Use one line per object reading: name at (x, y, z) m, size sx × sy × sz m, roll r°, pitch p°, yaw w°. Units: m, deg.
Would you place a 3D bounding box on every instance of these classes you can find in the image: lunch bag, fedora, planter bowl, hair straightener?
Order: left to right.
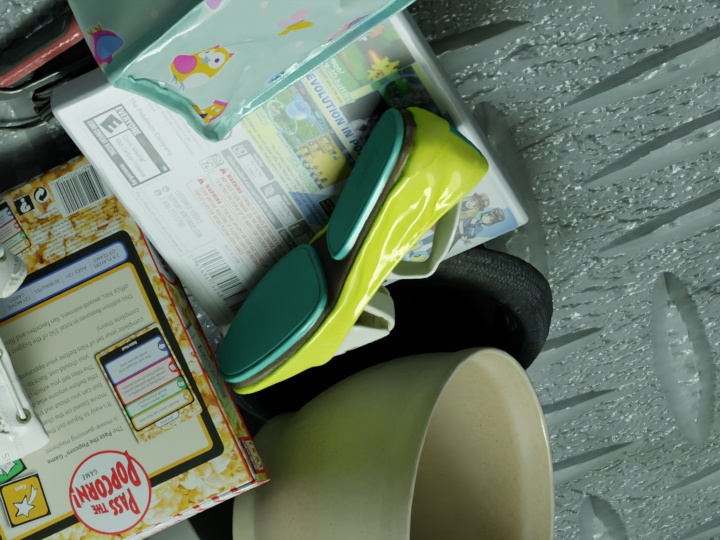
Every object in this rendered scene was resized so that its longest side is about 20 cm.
hair straightener at (-0.128, -0.108, 1.326) m, size 0.200 × 0.041 × 0.077 m, roll -34°, pitch 143°, yaw 17°
lunch bag at (-0.045, -0.186, 1.155) m, size 0.200 × 0.171 × 0.122 m, roll -36°, pitch 150°, yaw 19°
fedora at (0.009, 0.015, 1.517) m, size 0.199 × 0.092 × 0.201 m, roll -8°, pitch 142°, yaw -7°
planter bowl at (0.011, 0.141, 1.466) m, size 0.134 × 0.201 × 0.200 m, roll 2°, pitch 154°, yaw 26°

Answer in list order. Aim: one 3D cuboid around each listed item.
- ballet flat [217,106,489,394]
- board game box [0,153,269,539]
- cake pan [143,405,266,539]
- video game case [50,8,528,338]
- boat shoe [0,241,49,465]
ballet flat at (0.000, 0.000, 1.347) m, size 0.067 × 0.067 × 0.200 m, roll 19°, pitch 125°, yaw -26°
board game box at (-0.159, 0.054, 1.392) m, size 0.151 × 0.201 × 0.046 m, roll -25°, pitch 175°, yaw 5°
cake pan at (-0.068, 0.155, 1.567) m, size 0.037 × 0.201 × 0.200 m, roll -39°, pitch 142°, yaw 24°
video game case at (-0.033, -0.059, 1.347) m, size 0.182 × 0.022 × 0.200 m, roll -24°, pitch 131°, yaw 13°
boat shoe at (-0.207, 0.005, 1.340) m, size 0.069 × 0.071 × 0.201 m, roll -15°, pitch 104°, yaw -8°
